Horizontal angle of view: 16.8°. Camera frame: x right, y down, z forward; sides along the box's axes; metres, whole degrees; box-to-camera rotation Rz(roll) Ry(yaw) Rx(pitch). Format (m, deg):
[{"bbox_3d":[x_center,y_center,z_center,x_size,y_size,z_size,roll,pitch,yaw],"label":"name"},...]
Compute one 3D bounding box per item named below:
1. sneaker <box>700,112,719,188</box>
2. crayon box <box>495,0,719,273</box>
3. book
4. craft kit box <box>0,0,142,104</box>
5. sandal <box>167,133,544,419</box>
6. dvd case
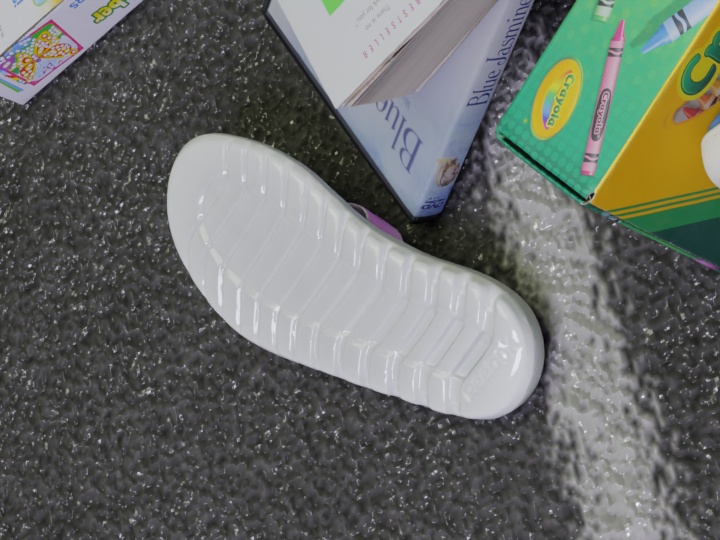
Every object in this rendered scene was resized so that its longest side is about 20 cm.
[{"bbox_3d":[0.211,-0.101,0.882,0.199,0.077,0.112,-19,67,17],"label":"sneaker"},{"bbox_3d":[0.151,-0.105,0.919,0.058,0.119,0.201,40,102,39],"label":"crayon box"},{"bbox_3d":[-0.006,-0.187,0.986,0.134,0.048,0.201,-44,68,45],"label":"book"},{"bbox_3d":[-0.145,-0.221,1.243,0.197,0.048,0.201,-39,56,26],"label":"craft kit box"},{"bbox_3d":[-0.003,0.007,1.057,0.202,0.050,0.083,32,112,27],"label":"sandal"},{"bbox_3d":[0.022,-0.138,1.029,0.143,0.017,0.200,55,142,30],"label":"dvd case"}]
